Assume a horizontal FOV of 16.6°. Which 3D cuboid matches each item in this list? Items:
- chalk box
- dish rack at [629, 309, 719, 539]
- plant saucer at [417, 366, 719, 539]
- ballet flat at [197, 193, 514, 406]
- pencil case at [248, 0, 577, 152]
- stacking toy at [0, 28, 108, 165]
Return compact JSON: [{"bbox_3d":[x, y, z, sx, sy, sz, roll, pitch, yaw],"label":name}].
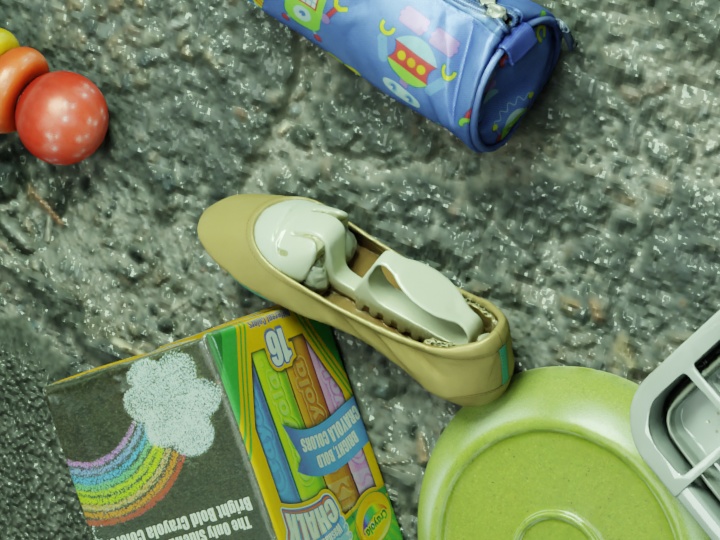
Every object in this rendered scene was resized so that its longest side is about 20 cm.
[{"bbox_3d":[-0.067,0.132,1.370,0.124,0.124,0.201,-18,91,31],"label":"chalk box"},{"bbox_3d":[0.248,0.093,1.220,0.172,0.043,0.200,-45,76,28],"label":"dish rack"},{"bbox_3d":[0.111,0.152,1.321,0.199,0.031,0.201,6,102,29],"label":"plant saucer"},{"bbox_3d":[0.000,0.000,1.334,0.200,0.069,0.063,29,147,16],"label":"ballet flat"},{"bbox_3d":[0.012,-0.143,1.293,0.200,0.078,0.087,34,144,21],"label":"pencil case"},{"bbox_3d":[-0.232,-0.123,1.453,0.200,0.085,0.086,29,113,15],"label":"stacking toy"}]
